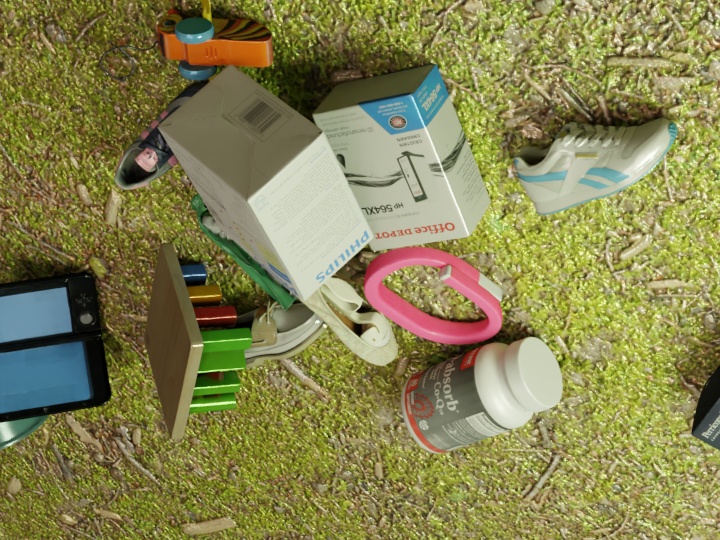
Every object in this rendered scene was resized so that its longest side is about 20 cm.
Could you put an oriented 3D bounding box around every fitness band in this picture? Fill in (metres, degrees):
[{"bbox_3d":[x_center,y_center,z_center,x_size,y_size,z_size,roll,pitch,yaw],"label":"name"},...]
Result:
[{"bbox_3d":[0.095,0.036,1.734,0.143,0.038,0.200,-22,136,38],"label":"fitness band"}]

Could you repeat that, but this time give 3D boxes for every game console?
[{"bbox_3d":[-0.482,0.114,2.018,0.199,0.117,0.177,-9,128,-13],"label":"game console"}]

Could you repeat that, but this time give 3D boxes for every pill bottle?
[{"bbox_3d":[0.160,0.162,1.790,0.199,0.116,0.116,-26,110,37],"label":"pill bottle"}]

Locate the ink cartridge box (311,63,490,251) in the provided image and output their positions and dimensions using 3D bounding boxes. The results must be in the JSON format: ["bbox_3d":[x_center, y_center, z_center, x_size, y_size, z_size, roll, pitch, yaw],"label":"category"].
[{"bbox_3d":[0.052,-0.133,1.644,0.145,0.084,0.201,-8,120,32],"label":"ink cartridge box"}]

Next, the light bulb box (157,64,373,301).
[{"bbox_3d":[-0.112,-0.105,1.631,0.198,0.125,0.200,40,165,38],"label":"light bulb box"}]

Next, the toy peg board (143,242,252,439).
[{"bbox_3d":[-0.230,0.098,1.926,0.097,0.200,0.201,-2,135,-22],"label":"toy peg board"}]

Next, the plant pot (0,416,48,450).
[{"bbox_3d":[-0.614,0.163,2.145,0.199,0.200,0.197,-2,114,28],"label":"plant pot"}]

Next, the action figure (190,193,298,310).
[{"bbox_3d":[-0.151,-0.035,1.824,0.200,0.118,0.055,38,109,7],"label":"action figure"}]

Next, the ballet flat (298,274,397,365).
[{"bbox_3d":[-0.008,0.061,1.784,0.200,0.068,0.062,38,145,-28],"label":"ballet flat"}]

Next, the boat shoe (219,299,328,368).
[{"bbox_3d":[-0.122,0.080,1.899,0.199,0.075,0.068,-25,116,39],"label":"boat shoe"}]

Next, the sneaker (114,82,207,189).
[{"bbox_3d":[-0.252,-0.167,1.774,0.070,0.082,0.200,43,131,-8],"label":"sneaker"}]

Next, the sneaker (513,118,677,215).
[{"bbox_3d":[0.265,-0.131,1.545,0.199,0.077,0.081,-23,110,35],"label":"sneaker"}]

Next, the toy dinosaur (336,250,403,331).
[{"bbox_3d":[0.000,0.000,1.803,0.199,0.058,0.101,30,150,-14],"label":"toy dinosaur"}]

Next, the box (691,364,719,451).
[{"bbox_3d":[0.521,0.168,1.619,0.199,0.104,0.148,27,132,5],"label":"box"}]

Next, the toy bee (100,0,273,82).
[{"bbox_3d":[-0.206,-0.292,1.660,0.199,0.109,0.131,14,126,-16],"label":"toy bee"}]
